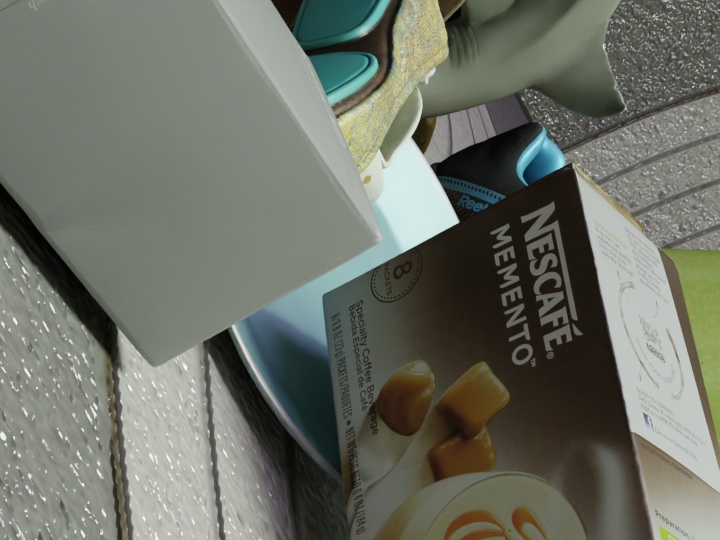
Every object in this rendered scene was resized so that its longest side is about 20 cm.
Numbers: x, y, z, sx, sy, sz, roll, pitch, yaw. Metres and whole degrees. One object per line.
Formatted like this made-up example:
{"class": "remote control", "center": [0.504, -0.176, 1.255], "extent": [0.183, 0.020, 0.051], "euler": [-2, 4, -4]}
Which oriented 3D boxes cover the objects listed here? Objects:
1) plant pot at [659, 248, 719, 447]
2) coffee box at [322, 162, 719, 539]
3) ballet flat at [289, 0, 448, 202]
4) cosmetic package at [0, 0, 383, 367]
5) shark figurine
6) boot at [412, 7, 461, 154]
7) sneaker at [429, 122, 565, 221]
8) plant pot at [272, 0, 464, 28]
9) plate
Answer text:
{"class": "plant pot", "center": [0.169, 0.064, 1.078], "extent": [0.200, 0.190, 0.200], "euler": [174, -90, -88]}
{"class": "coffee box", "center": [0.061, 0.081, 0.718], "extent": [0.080, 0.114, 0.200], "euler": [37, 36, -44]}
{"class": "ballet flat", "center": [-0.010, -0.057, 0.776], "extent": [0.071, 0.071, 0.200], "euler": [61, 28, -19]}
{"class": "cosmetic package", "center": [-0.080, -0.080, 0.595], "extent": [0.200, 0.090, 0.107], "euler": [52, 11, -42]}
{"class": "shark figurine", "center": [0.103, -0.118, 0.960], "extent": [0.128, 0.214, 0.090], "euler": [-3, 58, -52]}
{"class": "boot", "center": [-0.007, -0.146, 1.087], "extent": [0.155, 0.072, 0.200], "euler": [65, -19, 18]}
{"class": "sneaker", "center": [0.077, 0.015, 0.933], "extent": [0.073, 0.082, 0.200], "euler": [46, 17, -52]}
{"class": "plant pot", "center": [-0.046, -0.209, 0.908], "extent": [0.200, 0.187, 0.187], "euler": [31, 25, -28]}
{"class": "plate", "center": [-0.008, 0.005, 0.819], "extent": [0.200, 0.026, 0.200], "euler": [38, 39, -40]}
